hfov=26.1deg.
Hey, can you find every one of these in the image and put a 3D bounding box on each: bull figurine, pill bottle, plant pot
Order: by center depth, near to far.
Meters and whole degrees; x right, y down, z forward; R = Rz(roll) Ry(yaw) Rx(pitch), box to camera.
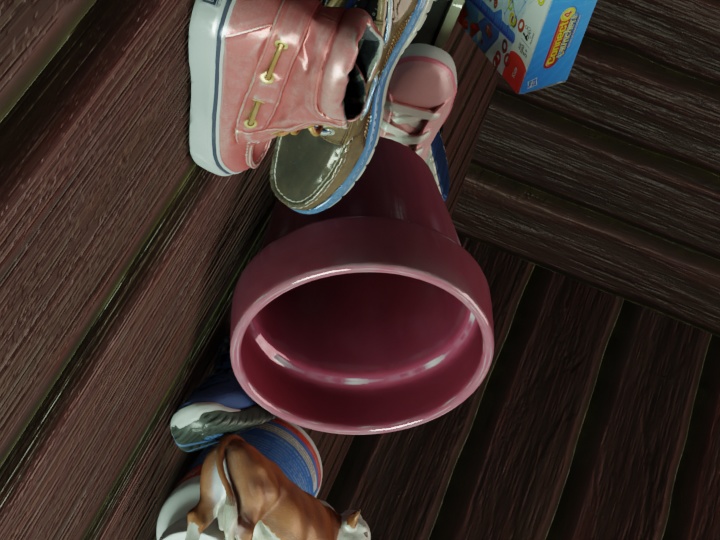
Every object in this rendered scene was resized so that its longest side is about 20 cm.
[{"bbox_3d":[0.000,0.000,1.209,0.200,0.200,0.179,106,-13,-45],"label":"plant pot"},{"bbox_3d":[-0.063,0.211,1.217,0.200,0.065,0.122,44,46,-37],"label":"bull figurine"},{"bbox_3d":[-0.108,0.209,1.325,0.200,0.112,0.112,-56,167,-67],"label":"pill bottle"}]

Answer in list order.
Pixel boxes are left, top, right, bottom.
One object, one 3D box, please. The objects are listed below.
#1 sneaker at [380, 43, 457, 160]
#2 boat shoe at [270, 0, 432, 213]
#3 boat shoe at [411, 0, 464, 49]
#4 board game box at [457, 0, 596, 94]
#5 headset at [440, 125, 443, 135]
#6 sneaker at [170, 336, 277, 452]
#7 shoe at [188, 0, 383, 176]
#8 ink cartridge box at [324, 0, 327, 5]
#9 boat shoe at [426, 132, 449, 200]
[{"bbox_3d":[0.030,-0.096,1.337,0.200,0.075,0.105,122,-25,-47],"label":"sneaker"},{"bbox_3d":[-0.021,-0.129,1.061,0.072,0.072,0.200,-18,134,-61],"label":"boat shoe"},{"bbox_3d":[0.043,-0.195,1.363,0.202,0.063,0.074,112,0,-49],"label":"boat shoe"},{"bbox_3d":[0.125,-0.288,1.305,0.056,0.196,0.200,-19,147,-26],"label":"board game box"},{"bbox_3d":[0.035,-0.152,1.684,0.124,0.094,0.200,-44,140,-68],"label":"headset"},{"bbox_3d":[-0.100,0.091,1.252,0.077,0.076,0.200,68,23,0],"label":"sneaker"},{"bbox_3d":[-0.042,-0.097,0.872,0.200,0.091,0.072,99,14,-68],"label":"shoe"},{"bbox_3d":[-0.005,-0.175,1.240,0.200,0.039,0.100,-55,165,-71],"label":"ink cartridge box"},{"bbox_3d":[0.034,-0.147,1.493,0.072,0.072,0.200,-75,156,-55],"label":"boat shoe"}]
